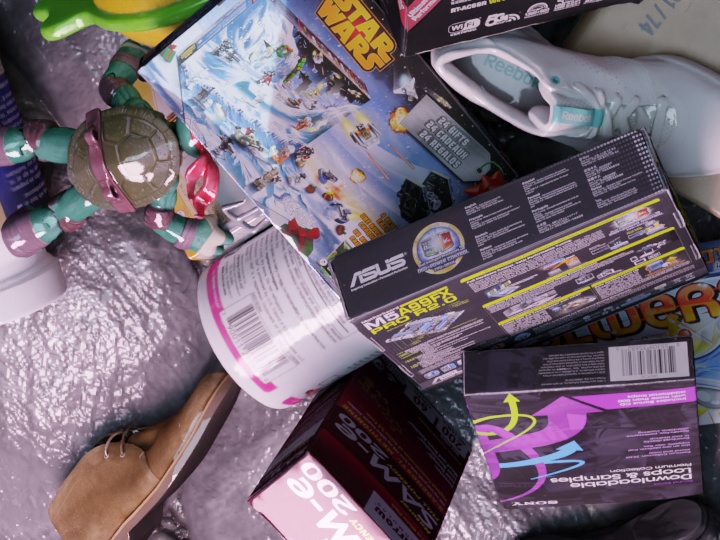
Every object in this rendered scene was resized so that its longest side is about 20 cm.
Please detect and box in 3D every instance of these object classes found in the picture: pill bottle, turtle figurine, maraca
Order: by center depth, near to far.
[{"bbox_3d":[-0.123,-0.195,1.210,0.200,0.137,0.107,-6,126,33],"label":"maraca"},{"bbox_3d":[-0.148,-0.076,1.215,0.200,0.101,0.150,-13,86,20],"label":"turtle figurine"},{"bbox_3d":[0.000,0.000,1.264,0.200,0.113,0.113,-30,99,20],"label":"pill bottle"},{"bbox_3d":[-0.280,-0.064,1.305,0.116,0.116,0.200,-14,104,17],"label":"pill bottle"}]

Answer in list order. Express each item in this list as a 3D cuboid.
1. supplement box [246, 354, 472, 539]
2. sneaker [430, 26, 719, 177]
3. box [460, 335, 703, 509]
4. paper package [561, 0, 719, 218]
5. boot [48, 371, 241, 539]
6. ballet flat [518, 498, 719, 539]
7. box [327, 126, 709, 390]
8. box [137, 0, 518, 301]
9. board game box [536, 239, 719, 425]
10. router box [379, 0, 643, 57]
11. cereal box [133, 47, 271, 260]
[{"bbox_3d":[0.004,0.135,1.259,0.061,0.200,0.109,-41,96,21],"label":"supplement box"},{"bbox_3d":[0.135,-0.095,1.108,0.200,0.088,0.075,17,109,6],"label":"sneaker"},{"bbox_3d":[0.150,0.103,1.233,0.143,0.200,0.036,-5,63,10],"label":"box"},{"bbox_3d":[0.239,-0.147,1.168,0.190,0.103,0.200,32,112,3],"label":"paper package"},{"bbox_3d":[-0.160,0.137,1.371,0.075,0.074,0.200,42,114,8],"label":"boot"},{"bbox_3d":[0.161,0.213,1.325,0.200,0.067,0.057,-19,129,21],"label":"ballet flat"},{"bbox_3d":[0.100,-0.002,1.138,0.200,0.160,0.044,-23,65,11],"label":"box"},{"bbox_3d":[-0.018,-0.093,1.145,0.137,0.040,0.200,-38,107,10],"label":"box"},{"bbox_3d":[0.204,0.046,1.249,0.200,0.034,0.136,-10,128,16],"label":"board game box"},{"bbox_3d":[0.066,-0.232,1.114,0.150,0.200,0.062,-15,150,-10],"label":"router box"},{"bbox_3d":[-0.059,-0.116,1.256,0.200,0.040,0.144,-31,77,20],"label":"cereal box"}]
